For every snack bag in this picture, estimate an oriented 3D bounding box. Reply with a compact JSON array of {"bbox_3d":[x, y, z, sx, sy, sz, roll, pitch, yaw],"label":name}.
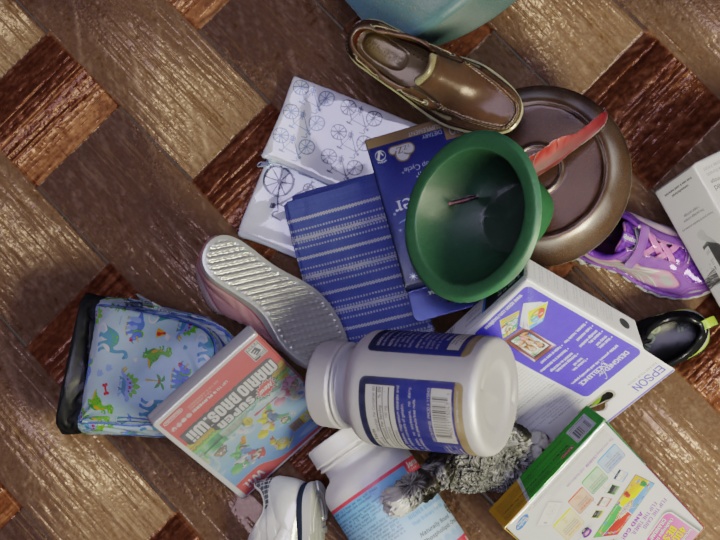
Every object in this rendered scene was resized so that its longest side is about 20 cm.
[{"bbox_3d":[-0.029,-0.096,1.722,0.187,0.021,0.202,23,86,6],"label":"snack bag"}]

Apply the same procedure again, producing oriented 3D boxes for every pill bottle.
[{"bbox_3d":[0.032,0.258,1.633,0.108,0.109,0.201,-34,83,0],"label":"pill bottle"},{"bbox_3d":[0.050,0.122,1.549,0.198,0.119,0.121,3,83,28],"label":"pill bottle"}]

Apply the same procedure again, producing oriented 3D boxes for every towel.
[{"bbox_3d":[0.000,0.000,1.671,0.144,0.024,0.202,-14,90,29],"label":"towel"}]

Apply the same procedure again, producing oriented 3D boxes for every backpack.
[{"bbox_3d":[-0.223,0.111,1.665,0.198,0.154,0.165,12,76,-7],"label":"backpack"}]

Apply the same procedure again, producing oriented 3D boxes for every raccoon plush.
[{"bbox_3d":[0.118,0.224,1.611,0.199,0.097,0.135,-29,123,-6],"label":"raccoon plush"}]

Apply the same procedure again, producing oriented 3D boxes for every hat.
[{"bbox_3d":[0.171,-0.055,1.566,0.200,0.175,0.167,-41,61,31],"label":"hat"}]

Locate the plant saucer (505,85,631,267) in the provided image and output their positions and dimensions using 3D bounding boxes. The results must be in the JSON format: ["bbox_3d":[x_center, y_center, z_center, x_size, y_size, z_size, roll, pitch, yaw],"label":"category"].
[{"bbox_3d":[0.190,-0.105,1.627,0.198,0.032,0.203,-2,78,11],"label":"plant saucer"}]

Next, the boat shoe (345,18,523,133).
[{"bbox_3d":[0.073,-0.197,1.569,0.201,0.075,0.075,24,95,6],"label":"boat shoe"}]

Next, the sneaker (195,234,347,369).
[{"bbox_3d":[-0.103,0.039,1.685,0.200,0.105,0.076,41,73,-9],"label":"sneaker"}]

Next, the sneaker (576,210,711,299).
[{"bbox_3d":[0.305,-0.025,1.654,0.198,0.088,0.081,17,84,5],"label":"sneaker"}]

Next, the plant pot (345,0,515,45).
[{"bbox_3d":[0.075,-0.349,1.664,0.200,0.196,0.197,-43,82,17],"label":"plant pot"}]

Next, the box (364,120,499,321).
[{"bbox_3d":[0.087,-0.058,1.600,0.120,0.032,0.202,-16,78,2],"label":"box"}]

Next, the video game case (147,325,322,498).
[{"bbox_3d":[-0.122,0.155,1.622,0.143,0.200,0.017,-42,51,-1],"label":"video game case"}]

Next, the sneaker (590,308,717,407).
[{"bbox_3d":[0.288,0.089,1.642,0.199,0.083,0.072,-27,82,5],"label":"sneaker"}]

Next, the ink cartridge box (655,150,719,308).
[{"bbox_3d":[0.432,-0.036,1.622,0.143,0.084,0.201,-25,82,-27],"label":"ink cartridge box"}]

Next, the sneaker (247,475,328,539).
[{"bbox_3d":[-0.085,0.327,1.661,0.080,0.076,0.202,2,79,16],"label":"sneaker"}]

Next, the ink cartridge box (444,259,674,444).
[{"bbox_3d":[0.193,0.098,1.601,0.199,0.044,0.198,31,131,-17],"label":"ink cartridge box"}]

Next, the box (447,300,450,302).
[{"bbox_3d":[0.139,-0.061,1.680,0.082,0.068,0.200,43,88,11],"label":"box"}]

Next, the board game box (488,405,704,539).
[{"bbox_3d":[0.250,0.262,1.596,0.153,0.040,0.200,-45,118,-2],"label":"board game box"}]
